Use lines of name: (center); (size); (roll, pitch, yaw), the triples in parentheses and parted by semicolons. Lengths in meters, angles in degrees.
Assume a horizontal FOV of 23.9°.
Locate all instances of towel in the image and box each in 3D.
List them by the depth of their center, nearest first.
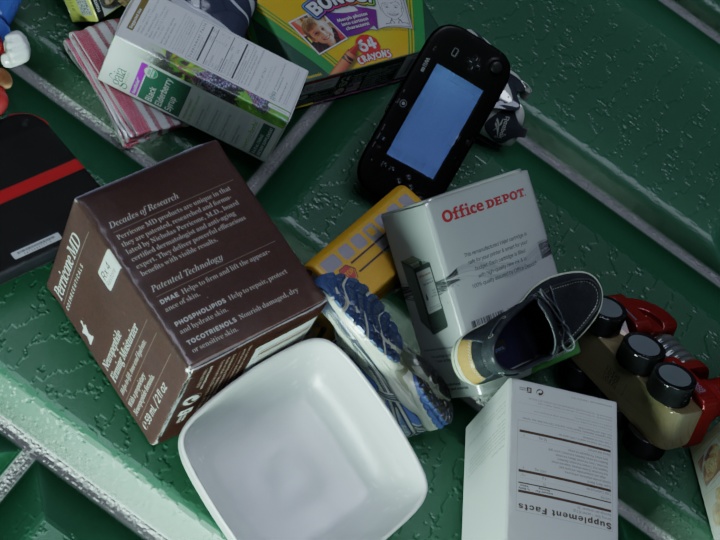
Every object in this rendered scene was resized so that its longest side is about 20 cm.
towel: (-0.202, -0.217, 1.832); (0.199, 0.030, 0.147); (-22, 71, -33)

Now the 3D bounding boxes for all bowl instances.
bowl: (-0.060, 0.186, 1.595); (0.199, 0.075, 0.200); (-33, 87, -26)

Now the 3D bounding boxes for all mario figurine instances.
mario figurine: (-0.391, -0.237, 1.713); (0.105, 0.123, 0.201); (20, 50, -24)

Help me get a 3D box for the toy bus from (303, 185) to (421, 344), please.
toy bus: (0.000, 0.000, 1.755); (0.078, 0.065, 0.200); (44, 55, 8)

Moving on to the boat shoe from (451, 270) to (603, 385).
boat shoe: (0.176, 0.056, 1.675); (0.199, 0.062, 0.075); (-26, 97, -36)

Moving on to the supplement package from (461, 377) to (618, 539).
supplement package: (0.173, 0.228, 1.651); (0.119, 0.121, 0.201); (14, 57, -14)

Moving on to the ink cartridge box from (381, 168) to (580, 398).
ink cartridge box: (0.123, 0.013, 1.733); (0.145, 0.084, 0.202); (-18, 93, -35)

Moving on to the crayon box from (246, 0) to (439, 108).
crayon box: (-0.027, -0.286, 1.920); (0.199, 0.058, 0.173); (-18, 69, -29)

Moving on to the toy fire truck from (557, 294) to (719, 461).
toy fire truck: (0.337, 0.088, 1.780); (0.199, 0.129, 0.176); (-7, 39, -35)

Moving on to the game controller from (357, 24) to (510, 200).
game controller: (0.077, -0.161, 1.823); (0.104, 0.201, 0.042); (26, 7, -30)

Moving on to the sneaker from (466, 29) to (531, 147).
sneaker: (0.119, -0.174, 1.897); (0.129, 0.080, 0.199); (36, 46, 10)

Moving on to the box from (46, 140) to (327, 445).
box: (-0.167, 0.021, 1.614); (0.164, 0.166, 0.201); (-27, 72, -31)

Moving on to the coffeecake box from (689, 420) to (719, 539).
coffeecake box: (0.446, 0.260, 1.769); (0.152, 0.073, 0.201); (2, 60, -21)

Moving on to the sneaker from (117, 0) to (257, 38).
sneaker: (-0.195, -0.314, 1.817); (0.200, 0.070, 0.109); (41, 52, -20)

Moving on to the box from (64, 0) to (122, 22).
box: (-0.244, -0.348, 1.857); (0.200, 0.050, 0.076); (-42, 125, -36)

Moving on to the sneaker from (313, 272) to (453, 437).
sneaker: (0.004, 0.093, 1.658); (0.200, 0.085, 0.077); (52, 22, -19)

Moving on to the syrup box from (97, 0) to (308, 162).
syrup box: (-0.164, -0.203, 1.771); (0.199, 0.079, 0.082); (25, 53, -8)

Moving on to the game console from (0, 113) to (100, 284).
game console: (-0.355, -0.065, 1.659); (0.199, 0.031, 0.177); (-28, 64, -31)
